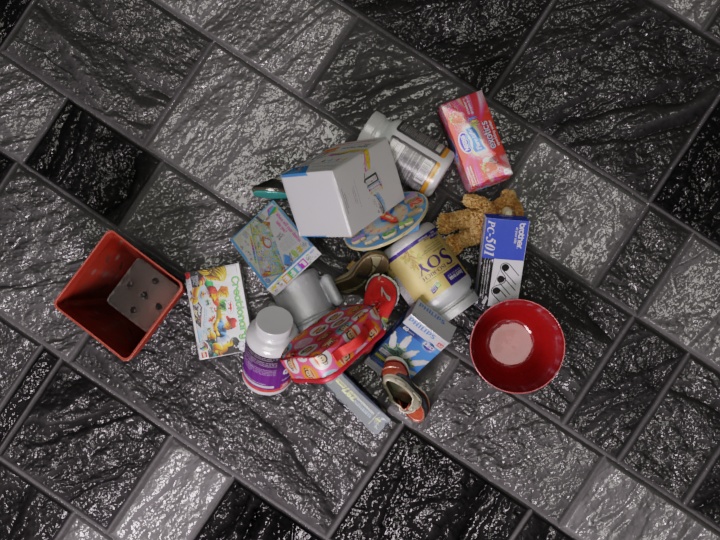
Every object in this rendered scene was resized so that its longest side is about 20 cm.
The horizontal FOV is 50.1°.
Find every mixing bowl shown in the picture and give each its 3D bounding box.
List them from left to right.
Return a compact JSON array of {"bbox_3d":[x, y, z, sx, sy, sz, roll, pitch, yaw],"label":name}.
[{"bbox_3d":[0.333,0.161,1.671,0.200,0.108,0.200,0,89,2],"label":"mixing bowl"}]

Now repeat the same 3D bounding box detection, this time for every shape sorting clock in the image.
[{"bbox_3d":[0.053,-0.110,1.655,0.200,0.200,0.039,-25,119,1],"label":"shape sorting clock"}]

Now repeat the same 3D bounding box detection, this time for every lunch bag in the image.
[{"bbox_3d":[-0.047,0.143,1.538,0.200,0.176,0.082,-39,106,-34],"label":"lunch bag"}]

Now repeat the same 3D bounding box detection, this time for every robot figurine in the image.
[{"bbox_3d":[-0.123,0.074,1.687,0.170,0.113,0.200,-28,87,21],"label":"robot figurine"}]

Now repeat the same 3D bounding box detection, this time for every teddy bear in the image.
[{"bbox_3d":[0.267,-0.105,1.704,0.200,0.067,0.145,-3,90,2],"label":"teddy bear"}]

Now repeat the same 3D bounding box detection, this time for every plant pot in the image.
[{"bbox_3d":[-0.494,0.054,1.669,0.200,0.176,0.200,37,90,4],"label":"plant pot"}]

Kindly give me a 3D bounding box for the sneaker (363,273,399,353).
[{"bbox_3d":[0.032,0.099,1.654,0.077,0.085,0.200,15,124,3],"label":"sneaker"}]

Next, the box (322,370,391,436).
[{"bbox_3d":[-0.009,0.269,1.633,0.158,0.200,0.051,43,87,2],"label":"box"}]

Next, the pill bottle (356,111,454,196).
[{"bbox_3d":[0.096,-0.259,1.691,0.200,0.116,0.116,32,89,3],"label":"pill bottle"}]

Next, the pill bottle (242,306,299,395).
[{"bbox_3d":[-0.191,0.169,1.638,0.112,0.200,0.113,7,47,-7],"label":"pill bottle"}]

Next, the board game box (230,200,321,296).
[{"bbox_3d":[-0.188,-0.052,1.674,0.134,0.034,0.200,-43,48,0],"label":"board game box"}]

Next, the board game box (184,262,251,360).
[{"bbox_3d":[-0.315,0.092,1.732,0.126,0.035,0.200,-11,88,1],"label":"board game box"}]

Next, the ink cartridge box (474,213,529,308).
[{"bbox_3d":[0.305,-0.020,1.678,0.094,0.044,0.200,5,108,0],"label":"ink cartridge box"}]

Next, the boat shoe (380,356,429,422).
[{"bbox_3d":[0.095,0.268,1.649,0.071,0.063,0.200,-10,131,20],"label":"boat shoe"}]

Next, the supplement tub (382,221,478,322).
[{"bbox_3d":[0.148,0.012,1.664,0.145,0.145,0.200,-35,87,0],"label":"supplement tub"}]

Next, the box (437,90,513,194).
[{"bbox_3d":[0.250,-0.280,1.695,0.100,0.095,0.200,-20,88,1],"label":"box"}]

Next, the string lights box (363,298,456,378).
[{"bbox_3d":[0.104,0.159,1.642,0.103,0.059,0.200,37,132,-2],"label":"string lights box"}]

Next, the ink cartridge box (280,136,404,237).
[{"bbox_3d":[-0.034,-0.175,1.615,0.147,0.200,0.145,1,117,40],"label":"ink cartridge box"}]

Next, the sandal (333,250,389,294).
[{"bbox_3d":[0.000,0.000,1.668,0.080,0.200,0.054,17,55,-22],"label":"sandal"}]

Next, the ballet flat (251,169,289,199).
[{"bbox_3d":[-0.140,-0.184,1.726,0.200,0.068,0.068,11,78,-8],"label":"ballet flat"}]
